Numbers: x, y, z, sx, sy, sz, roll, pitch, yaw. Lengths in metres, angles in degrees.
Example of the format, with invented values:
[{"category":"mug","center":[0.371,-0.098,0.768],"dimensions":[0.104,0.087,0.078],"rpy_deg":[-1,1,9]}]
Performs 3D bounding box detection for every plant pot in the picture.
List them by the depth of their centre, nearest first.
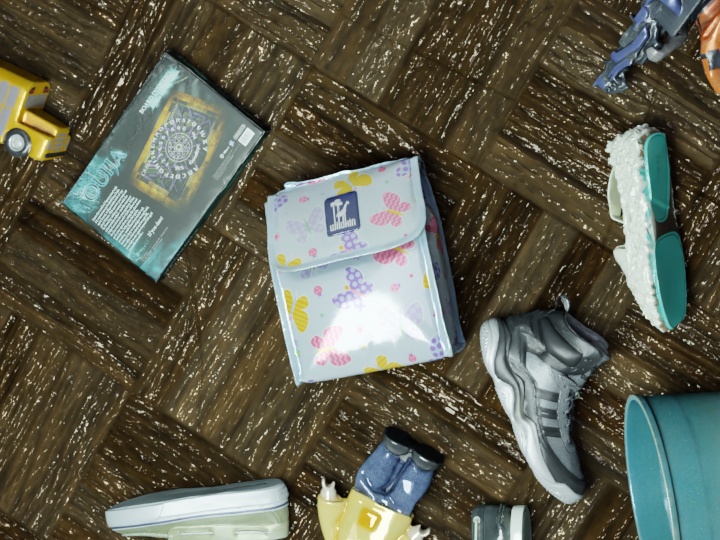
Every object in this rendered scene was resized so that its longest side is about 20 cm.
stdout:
[{"category":"plant pot","center":[0.362,0.202,1.607],"dimensions":[0.186,0.200,0.202],"rpy_deg":[-9,96,-2]}]

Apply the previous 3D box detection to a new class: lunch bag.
[{"category":"lunch bag","center":[0.000,0.000,1.687],"dimensions":[0.168,0.127,0.202],"rpy_deg":[-10,89,12]}]

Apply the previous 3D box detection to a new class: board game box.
[{"category":"board game box","center":[-0.203,-0.108,1.765],"dimensions":[0.135,0.028,0.200],"rpy_deg":[39,104,5]}]

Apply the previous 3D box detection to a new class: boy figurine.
[{"category":"boy figurine","center":[0.005,0.259,1.752],"dimensions":[0.124,0.064,0.201],"rpy_deg":[31,100,4]}]

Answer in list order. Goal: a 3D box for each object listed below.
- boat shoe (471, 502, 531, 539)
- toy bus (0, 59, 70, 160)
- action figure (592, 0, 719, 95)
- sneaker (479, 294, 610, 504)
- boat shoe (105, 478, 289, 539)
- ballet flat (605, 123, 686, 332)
[{"category":"boat shoe","center":[0.139,0.337,1.721],"dimensions":[0.060,0.076,0.202],"rpy_deg":[-1,77,18]},{"category":"toy bus","center":[-0.396,-0.185,1.780],"dimensions":[0.199,0.065,0.079],"rpy_deg":[25,101,9]},{"category":"action figure","center":[0.318,-0.227,1.618],"dimensions":[0.194,0.104,0.200],"rpy_deg":[51,132,9]},{"category":"sneaker","center":[0.202,0.125,1.680],"dimensions":[0.113,0.075,0.201],"rpy_deg":[-25,89,17]},{"category":"boat shoe","center":[-0.170,0.263,1.787],"dimensions":[0.198,0.072,0.063],"rpy_deg":[-8,93,11]},{"category":"ballet flat","center":[0.275,-0.041,1.657],"dimensions":[0.071,0.072,0.202],"rpy_deg":[-5,94,13]}]
